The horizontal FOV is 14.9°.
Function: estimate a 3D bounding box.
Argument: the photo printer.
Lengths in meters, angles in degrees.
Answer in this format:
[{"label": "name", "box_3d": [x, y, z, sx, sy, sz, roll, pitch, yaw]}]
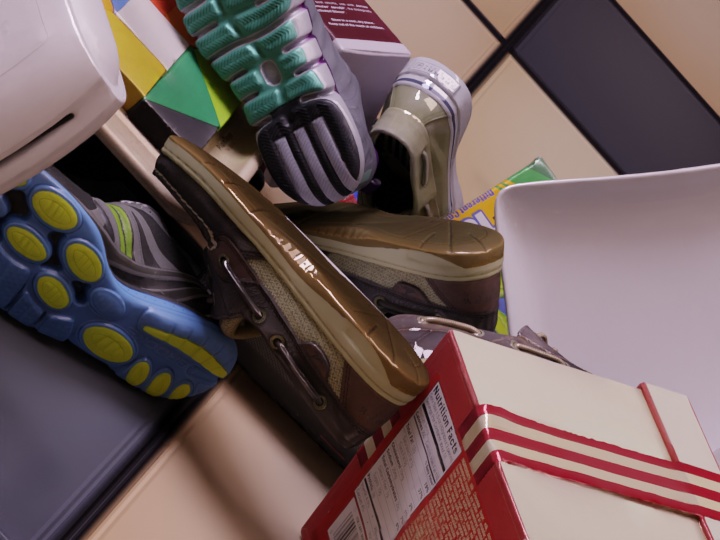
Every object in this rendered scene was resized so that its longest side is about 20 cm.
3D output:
[{"label": "photo printer", "box_3d": [-0.204, -0.111, 1.347, 0.069, 0.166, 0.200, 56, 9, -48]}]

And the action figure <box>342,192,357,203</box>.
[{"label": "action figure", "box_3d": [0.006, -0.053, 1.815, 0.200, 0.052, 0.065, -4, 60, -57]}]

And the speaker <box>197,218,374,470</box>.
[{"label": "speaker", "box_3d": [-0.005, 0.061, 1.557, 0.200, 0.081, 0.081, 46, 21, -10]}]

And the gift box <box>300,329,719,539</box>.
[{"label": "gift box", "box_3d": [0.090, 0.163, 1.444, 0.187, 0.200, 0.185, 17, 39, -28]}]

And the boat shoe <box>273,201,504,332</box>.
[{"label": "boat shoe", "box_3d": [0.001, 0.000, 1.607, 0.072, 0.201, 0.066, -15, 108, -45]}]

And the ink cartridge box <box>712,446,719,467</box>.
[{"label": "ink cartridge box", "box_3d": [0.198, 0.198, 1.550, 0.084, 0.200, 0.146, 32, 28, -38]}]

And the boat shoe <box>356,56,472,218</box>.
[{"label": "boat shoe", "box_3d": [0.022, -0.054, 1.683, 0.072, 0.062, 0.200, 33, -28, 17]}]

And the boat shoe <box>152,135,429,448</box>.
[{"label": "boat shoe", "box_3d": [-0.050, 0.009, 1.428, 0.200, 0.065, 0.073, 46, 9, 27]}]

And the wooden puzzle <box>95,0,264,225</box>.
[{"label": "wooden puzzle", "box_3d": [-0.127, -0.130, 1.553, 0.200, 0.037, 0.185, 43, 27, -6]}]

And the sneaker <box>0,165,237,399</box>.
[{"label": "sneaker", "box_3d": [-0.142, -0.006, 1.425, 0.200, 0.071, 0.083, 40, 21, -40]}]

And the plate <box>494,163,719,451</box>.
[{"label": "plate", "box_3d": [0.178, 0.040, 1.602, 0.032, 0.200, 0.200, -172, -104, -77]}]

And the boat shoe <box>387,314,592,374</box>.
[{"label": "boat shoe", "box_3d": [0.094, 0.065, 1.525, 0.200, 0.074, 0.073, 18, 46, -32]}]

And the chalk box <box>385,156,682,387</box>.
[{"label": "chalk box", "box_3d": [0.116, 0.057, 1.685, 0.200, 0.124, 0.125, 55, -10, 17]}]

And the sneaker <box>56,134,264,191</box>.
[{"label": "sneaker", "box_3d": [-0.140, -0.099, 1.595, 0.200, 0.060, 0.104, 16, 42, -51]}]

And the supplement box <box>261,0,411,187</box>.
[{"label": "supplement box", "box_3d": [-0.062, -0.153, 1.714, 0.061, 0.109, 0.200, 0, 41, -42]}]

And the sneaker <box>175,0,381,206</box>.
[{"label": "sneaker", "box_3d": [-0.047, -0.130, 1.586, 0.200, 0.074, 0.088, 69, 17, 5]}]
